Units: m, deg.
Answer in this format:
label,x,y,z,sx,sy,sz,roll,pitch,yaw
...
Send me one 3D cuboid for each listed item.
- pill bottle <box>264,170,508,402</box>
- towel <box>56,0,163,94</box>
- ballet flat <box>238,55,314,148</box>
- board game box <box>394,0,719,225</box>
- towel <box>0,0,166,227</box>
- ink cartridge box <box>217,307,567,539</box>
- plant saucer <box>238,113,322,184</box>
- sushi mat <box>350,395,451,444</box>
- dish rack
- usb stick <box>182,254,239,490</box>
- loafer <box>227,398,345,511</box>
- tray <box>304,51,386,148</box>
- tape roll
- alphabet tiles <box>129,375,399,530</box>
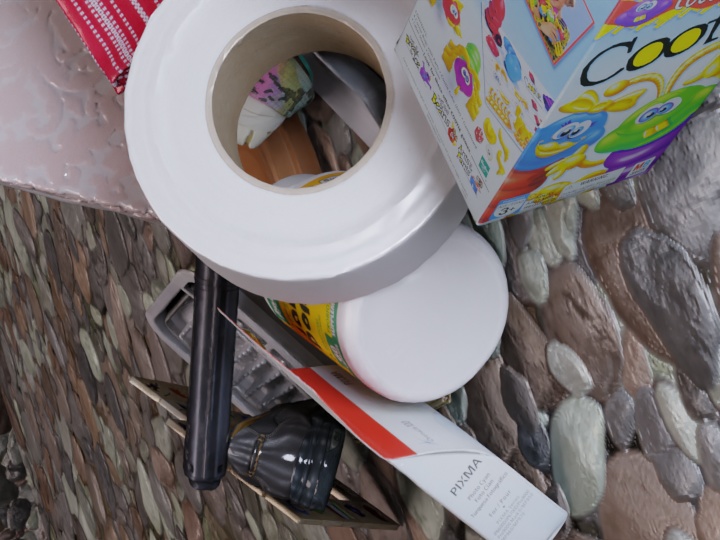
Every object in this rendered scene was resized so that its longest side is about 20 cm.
label,x,y,z,sx,sy,sz,roll,pitch,yaw
pill bottle,0.000,0.000,1.039,0.200,0.112,0.114,33,135,60
towel,-0.116,-0.224,0.990,0.200,0.022,0.145,-40,73,19
ballet flat,-0.072,-0.119,1.121,0.069,0.072,0.200,34,178,-4
board game box,0.102,-0.121,0.710,0.106,0.102,0.200,66,158,18
towel,-0.197,-0.142,1.183,0.032,0.198,0.193,57,-131,-73
ink cartridge box,0.017,0.087,1.007,0.200,0.047,0.160,43,175,-30
plant saucer,-0.069,-0.039,1.275,0.200,0.032,0.203,167,90,-69
sushi mat,0.013,0.068,1.192,0.097,0.012,0.200,71,159,8
dish rack,-0.080,0.061,1.267,0.171,0.044,0.200,41,158,-5
usb stick,-0.099,0.047,1.107,0.055,0.032,0.202,-127,41,-75
loafer,-0.053,0.118,1.128,0.200,0.072,0.074,133,152,-84
tray,-0.014,-0.126,1.065,0.200,0.022,0.108,49,175,47
tape roll,-0.029,-0.087,0.916,0.071,0.201,0.204,52,-165,-76
alphabet tiles,-0.080,0.138,1.235,0.199,0.167,0.008,33,96,27
